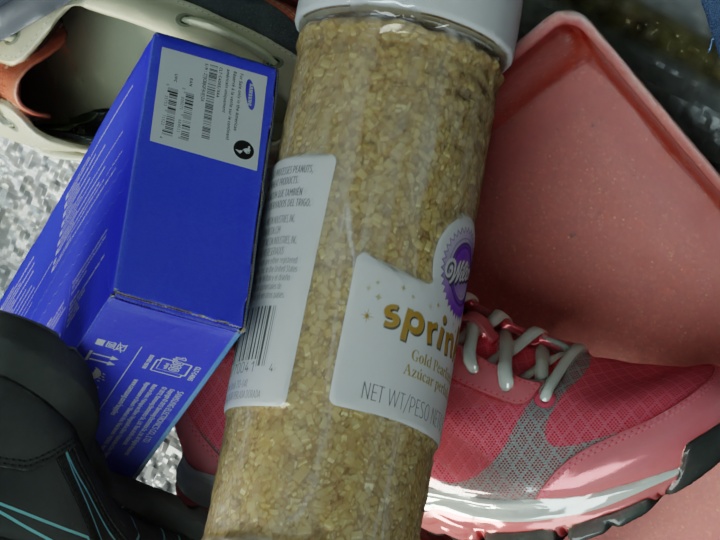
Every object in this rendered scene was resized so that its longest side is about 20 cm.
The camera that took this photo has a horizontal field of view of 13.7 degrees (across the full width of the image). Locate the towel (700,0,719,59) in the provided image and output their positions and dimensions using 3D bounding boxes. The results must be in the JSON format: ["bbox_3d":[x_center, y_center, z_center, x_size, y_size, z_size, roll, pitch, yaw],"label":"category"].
[{"bbox_3d":[0.145,-0.109,0.851,0.112,0.049,0.200,-6,130,21],"label":"towel"}]

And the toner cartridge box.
[{"bbox_3d":[-0.082,0.018,0.956,0.043,0.095,0.200,17,148,-14],"label":"toner cartridge box"}]

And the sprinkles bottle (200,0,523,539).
[{"bbox_3d":[0.000,0.000,0.895,0.068,0.068,0.200,6,75,20],"label":"sprinkles bottle"}]

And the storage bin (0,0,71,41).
[{"bbox_3d":[-0.162,-0.150,0.926,0.200,0.134,0.146,-25,72,28],"label":"storage bin"}]

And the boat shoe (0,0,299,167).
[{"bbox_3d":[-0.093,-0.068,0.991,0.200,0.063,0.071,9,115,20],"label":"boat shoe"}]

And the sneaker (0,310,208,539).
[{"bbox_3d":[-0.095,0.091,0.911,0.075,0.079,0.200,-5,146,24],"label":"sneaker"}]

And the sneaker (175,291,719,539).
[{"bbox_3d":[0.023,0.037,0.938,0.200,0.074,0.087,-6,107,24],"label":"sneaker"}]

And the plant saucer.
[{"bbox_3d":[0.067,0.041,0.984,0.200,0.037,0.200,-39,93,29],"label":"plant saucer"}]
